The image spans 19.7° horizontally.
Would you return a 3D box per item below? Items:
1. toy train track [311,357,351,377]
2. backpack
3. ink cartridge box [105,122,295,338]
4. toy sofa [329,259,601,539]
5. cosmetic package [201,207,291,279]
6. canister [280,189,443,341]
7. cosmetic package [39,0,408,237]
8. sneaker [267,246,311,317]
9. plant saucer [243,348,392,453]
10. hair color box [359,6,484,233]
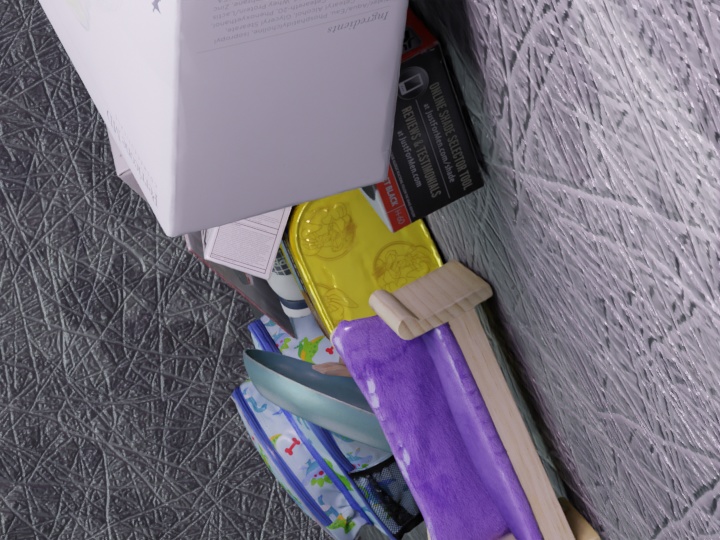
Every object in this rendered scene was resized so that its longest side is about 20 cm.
[{"bbox_3d":[0.040,0.074,1.547,0.200,0.114,0.033,20,101,61],"label":"toy train track"},{"bbox_3d":[-0.020,0.118,1.740,0.200,0.147,0.183,60,176,-34],"label":"backpack"},{"bbox_3d":[-0.129,-0.046,1.631,0.200,0.045,0.177,45,-156,-59],"label":"ink cartridge box"},{"bbox_3d":[0.065,0.104,1.301,0.201,0.097,0.083,66,173,-16],"label":"toy sofa"},{"bbox_3d":[-0.079,-0.053,1.449,0.050,0.083,0.200,19,-175,-8],"label":"cosmetic package"},{"bbox_3d":[0.000,0.000,1.455,0.149,0.086,0.200,64,175,-8],"label":"canister"},{"bbox_3d":[-0.071,-0.162,0.966,0.201,0.122,0.200,95,151,-46],"label":"cosmetic package"},{"bbox_3d":[-0.062,-0.057,1.637,0.081,0.076,0.200,52,-168,-43],"label":"sneaker"},{"bbox_3d":[0.002,0.105,1.544,0.199,0.028,0.200,20,-177,-1],"label":"plant saucer"},{"bbox_3d":[-0.009,-0.120,1.139,0.200,0.061,0.102,54,169,50],"label":"hair color box"}]
